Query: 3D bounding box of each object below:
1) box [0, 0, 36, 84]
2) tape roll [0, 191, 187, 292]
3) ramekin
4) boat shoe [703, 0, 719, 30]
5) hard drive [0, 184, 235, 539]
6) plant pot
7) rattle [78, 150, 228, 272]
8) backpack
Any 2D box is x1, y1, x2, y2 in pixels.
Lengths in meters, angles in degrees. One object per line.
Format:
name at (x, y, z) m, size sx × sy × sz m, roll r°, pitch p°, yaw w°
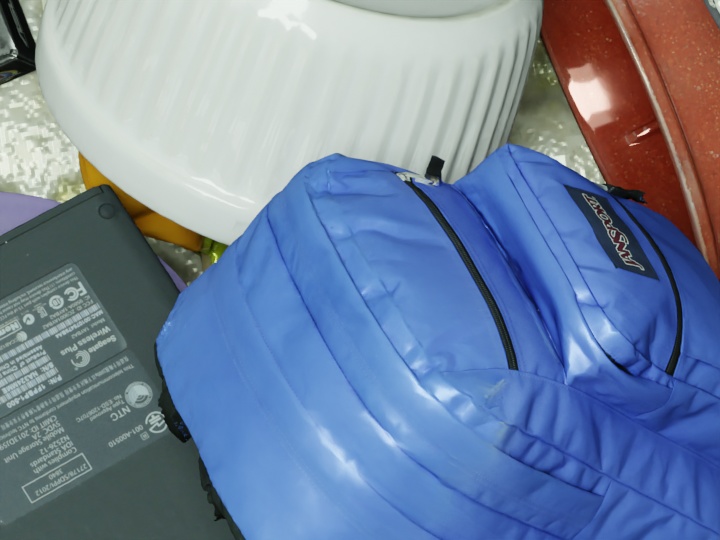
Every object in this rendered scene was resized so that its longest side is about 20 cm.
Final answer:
box at (-0.253, -0.155, 1.101) m, size 0.160 × 0.044 × 0.200 m, roll -21°, pitch 86°, yaw 6°
tape roll at (-0.152, 0.075, 0.992) m, size 0.200 × 0.085 × 0.200 m, roll 3°, pitch 69°, yaw -9°
ramekin at (-0.022, -0.104, 0.978) m, size 0.200 × 0.200 × 0.105 m, roll 27°, pitch 125°, yaw 7°
boat shoe at (0.176, -0.059, 0.881) m, size 0.063 × 0.200 × 0.073 m, roll -8°, pitch 44°, yaw 29°
hard drive at (-0.104, 0.080, 0.925) m, size 0.139 × 0.033 × 0.200 m, roll -29°, pitch 72°, yaw -18°
plant pot at (0.183, -0.114, 0.980) m, size 0.195 × 0.201 × 0.201 m, roll -24°, pitch 86°, yaw -2°
rattle at (0.000, 0.000, 1.002) m, size 0.130 × 0.143 × 0.200 m, roll -41°, pitch 64°, yaw -5°
backpack at (0.035, 0.039, 0.878) m, size 0.168 × 0.200 × 0.163 m, roll -50°, pitch 46°, yaw 18°
